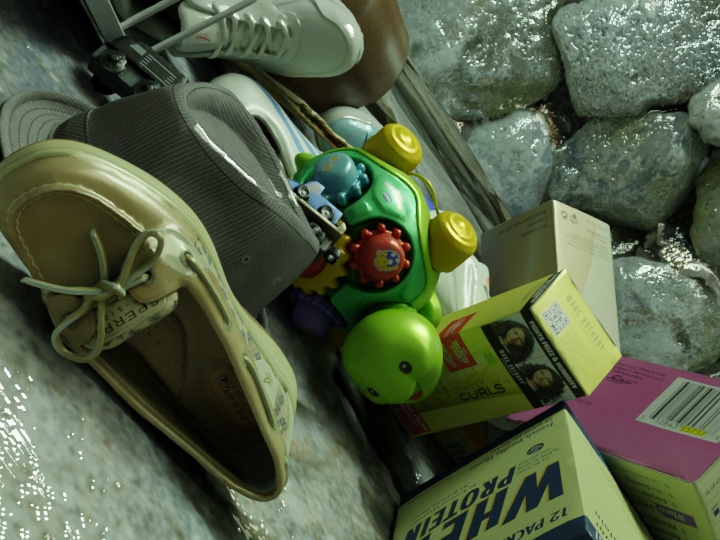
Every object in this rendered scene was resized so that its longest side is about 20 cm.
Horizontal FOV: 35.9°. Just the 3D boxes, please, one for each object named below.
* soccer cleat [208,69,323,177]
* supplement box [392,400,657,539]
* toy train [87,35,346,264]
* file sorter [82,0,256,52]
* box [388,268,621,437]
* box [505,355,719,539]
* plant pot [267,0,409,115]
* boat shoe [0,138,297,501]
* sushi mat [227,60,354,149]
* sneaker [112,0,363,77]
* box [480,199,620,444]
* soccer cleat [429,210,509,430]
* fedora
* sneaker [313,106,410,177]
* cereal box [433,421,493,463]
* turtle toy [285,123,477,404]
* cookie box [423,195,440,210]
[{"bbox_3d":[-0.055,-0.069,0.875,0.200,0.070,0.087,42,27,-32],"label":"soccer cleat"},{"bbox_3d":[0.122,0.220,0.654,0.200,0.134,0.200,55,12,-7],"label":"supplement box"},{"bbox_3d":[-0.086,-0.077,0.706,0.200,0.034,0.046,41,54,-4],"label":"toy train"},{"bbox_3d":[-0.144,-0.243,0.687,0.139,0.124,0.200,59,-7,14],"label":"file sorter"},{"bbox_3d":[0.087,0.065,0.797,0.050,0.200,0.075,-40,99,-35],"label":"box"},{"bbox_3d":[0.226,0.174,0.797,0.176,0.097,0.201,11,-48,55],"label":"box"},{"bbox_3d":[-0.047,-0.266,1.112,0.201,0.200,0.198,63,8,28],"label":"plant pot"},{"bbox_3d":[-0.087,0.026,0.494,0.200,0.073,0.063,50,16,-35],"label":"boat shoe"},{"bbox_3d":[-0.086,-0.166,0.951,0.200,0.012,0.096,43,3,35],"label":"sushi mat"},{"bbox_3d":[-0.098,-0.182,0.843,0.199,0.078,0.099,15,32,6],"label":"sneaker"},{"bbox_3d":[0.162,0.054,0.944,0.077,0.095,0.201,20,58,-35],"label":"box"},{"bbox_3d":[0.085,0.034,0.909,0.201,0.077,0.069,59,-22,18],"label":"soccer cleat"},{"bbox_3d":[-0.089,-0.040,0.601,0.200,0.090,0.177,41,20,-49],"label":"fedora"},{"bbox_3d":[0.025,-0.089,1.177,0.200,0.074,0.082,46,12,-37],"label":"sneaker"},{"bbox_3d":[0.152,0.123,1.002,0.144,0.039,0.200,51,46,-19],"label":"cereal box"},{"bbox_3d":[0.000,0.000,0.773,0.101,0.146,0.201,-10,65,-52],"label":"turtle toy"},{"bbox_3d":[0.064,0.010,1.075,0.200,0.075,0.172,33,29,-58],"label":"cookie box"}]
